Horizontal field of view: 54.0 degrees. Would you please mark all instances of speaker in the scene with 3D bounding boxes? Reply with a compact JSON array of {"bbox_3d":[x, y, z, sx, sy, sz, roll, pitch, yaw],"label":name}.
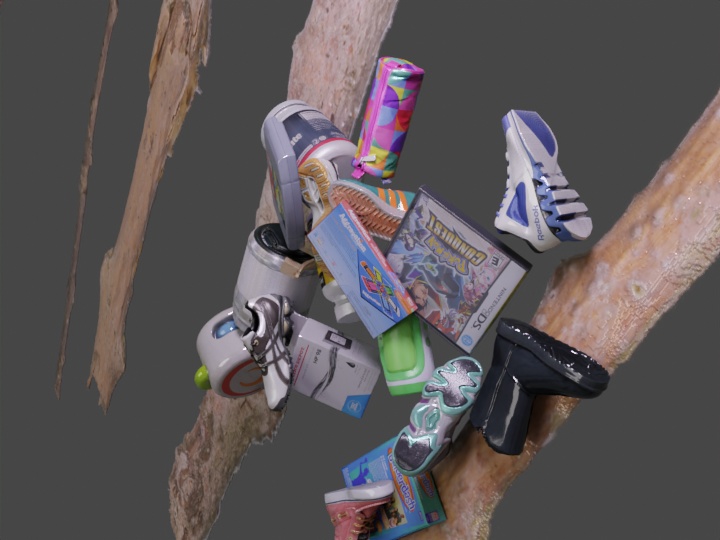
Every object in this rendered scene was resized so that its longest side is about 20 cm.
[{"bbox_3d":[0.071,0.099,1.164,0.088,0.087,0.205,-17,78,51],"label":"speaker"}]

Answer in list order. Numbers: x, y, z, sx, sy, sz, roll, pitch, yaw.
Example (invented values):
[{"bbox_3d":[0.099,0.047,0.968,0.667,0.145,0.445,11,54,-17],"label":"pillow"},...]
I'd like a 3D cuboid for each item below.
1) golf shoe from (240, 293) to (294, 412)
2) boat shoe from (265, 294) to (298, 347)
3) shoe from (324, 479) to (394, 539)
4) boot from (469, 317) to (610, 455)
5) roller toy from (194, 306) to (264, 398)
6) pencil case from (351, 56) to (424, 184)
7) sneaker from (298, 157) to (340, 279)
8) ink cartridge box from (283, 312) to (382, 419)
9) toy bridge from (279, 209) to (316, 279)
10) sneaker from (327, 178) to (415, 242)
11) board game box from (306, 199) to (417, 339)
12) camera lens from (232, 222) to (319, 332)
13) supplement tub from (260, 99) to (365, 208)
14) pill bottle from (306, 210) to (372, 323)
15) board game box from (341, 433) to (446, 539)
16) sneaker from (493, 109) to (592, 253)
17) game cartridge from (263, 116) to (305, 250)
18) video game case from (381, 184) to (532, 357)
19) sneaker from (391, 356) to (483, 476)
[{"bbox_3d":[-0.166,0.143,1.226,0.077,0.093,0.205,-17,73,59],"label":"golf shoe"},{"bbox_3d":[-0.116,0.122,1.331,0.070,0.199,0.067,-44,16,22],"label":"boat shoe"},{"bbox_3d":[0.005,0.417,1.209,0.199,0.070,0.093,-35,66,54],"label":"shoe"},{"bbox_3d":[0.234,0.176,0.953,0.199,0.075,0.172,32,114,55],"label":"boot"},{"bbox_3d":[-0.253,0.169,1.520,0.183,0.198,0.141,-50,54,28],"label":"roller toy"},{"bbox_3d":[0.044,-0.251,1.186,0.088,0.087,0.204,38,120,45],"label":"pencil case"},{"bbox_3d":[-0.043,-0.090,1.188,0.074,0.087,0.205,-7,97,26],"label":"sneaker"},{"bbox_3d":[-0.065,0.168,1.266,0.197,0.067,0.118,23,118,2],"label":"ink cartridge box"},{"bbox_3d":[-0.093,-0.045,1.330,0.027,0.066,0.201,-59,7,37],"label":"toy bridge"},{"bbox_3d":[0.044,-0.096,1.127,0.197,0.080,0.072,26,126,5],"label":"sneaker"},{"bbox_3d":[0.000,0.000,1.116,0.103,0.019,0.202,-37,84,43],"label":"board game box"},{"bbox_3d":[-0.164,0.020,1.412,0.160,0.158,0.203,46,127,41],"label":"camera lens"},{"bbox_3d":[-0.091,-0.216,1.319,0.200,0.138,0.142,49,128,39],"label":"supplement tub"},{"bbox_3d":[-0.024,-0.015,1.262,0.112,0.111,0.204,-33,66,48],"label":"pill bottle"},{"bbox_3d":[0.052,0.388,1.235,0.200,0.044,0.155,-43,58,46],"label":"board game box"},{"bbox_3d":[0.220,-0.109,0.958,0.115,0.079,0.203,-37,64,45],"label":"sneaker"},{"bbox_3d":[-0.128,-0.139,1.201,0.202,0.040,0.134,88,160,-45],"label":"game cartridge"},{"bbox_3d":[0.129,0.003,1.059,0.199,0.025,0.182,38,125,13],"label":"video game case"},{"bbox_3d":[0.123,0.232,1.098,0.077,0.140,0.201,35,80,23],"label":"sneaker"}]
